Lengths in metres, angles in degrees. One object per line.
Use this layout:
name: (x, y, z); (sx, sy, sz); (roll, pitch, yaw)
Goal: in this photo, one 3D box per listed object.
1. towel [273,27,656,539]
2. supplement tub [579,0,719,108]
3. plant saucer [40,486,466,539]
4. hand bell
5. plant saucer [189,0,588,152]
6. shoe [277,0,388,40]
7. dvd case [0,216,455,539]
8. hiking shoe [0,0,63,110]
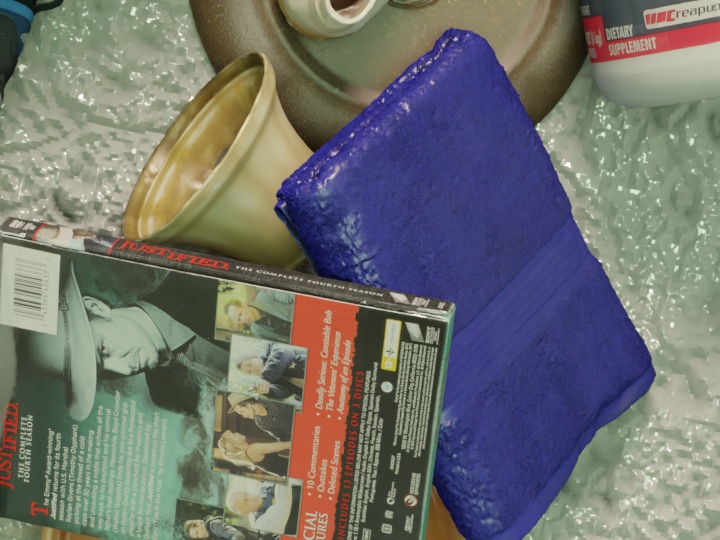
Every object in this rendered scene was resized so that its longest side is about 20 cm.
towel: (0.047, 0.009, 1.184); (0.148, 0.049, 0.200); (-45, 116, -39)
supplement tub: (0.157, -0.181, 1.180); (0.140, 0.140, 0.200); (-12, 95, -7)
plant saucer: (-0.049, 0.132, 1.225); (0.200, 0.037, 0.201); (0, 93, -7)
hand bell: (0.000, 0.000, 1.209); (0.200, 0.104, 0.104); (37, 88, -19)
plant saucer: (0.020, -0.142, 1.218); (0.200, 0.037, 0.201); (-1, 94, -8)
shoe: (0.025, -0.193, 1.169); (0.070, 0.053, 0.200); (24, 90, -8)
dvd case: (-0.064, 0.061, 1.142); (0.200, 0.022, 0.146); (10, 117, 8)
hiking shoe: (-0.240, -0.129, 1.177); (0.200, 0.074, 0.087); (26, 61, -2)
